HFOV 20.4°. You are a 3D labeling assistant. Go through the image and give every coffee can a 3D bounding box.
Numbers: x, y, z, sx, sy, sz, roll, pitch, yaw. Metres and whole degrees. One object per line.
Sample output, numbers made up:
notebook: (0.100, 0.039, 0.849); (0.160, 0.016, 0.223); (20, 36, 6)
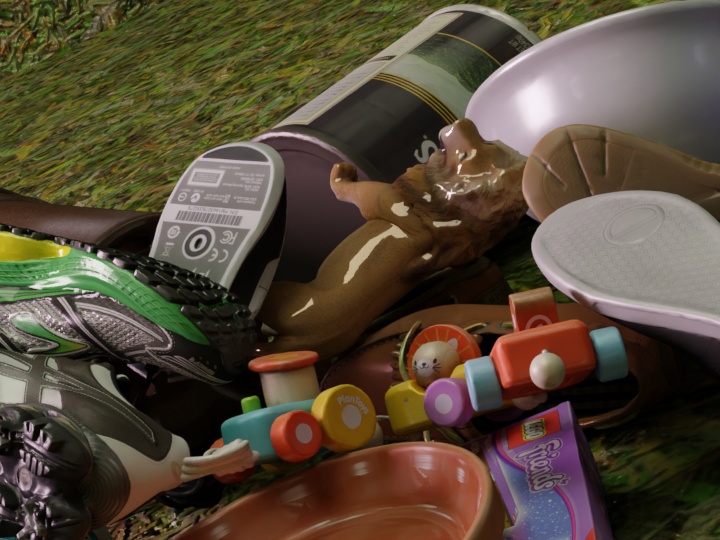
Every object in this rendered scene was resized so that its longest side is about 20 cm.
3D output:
coffee can: (0.030, -0.065, 1.284); (0.146, 0.147, 0.200); (-7, 24, 44)

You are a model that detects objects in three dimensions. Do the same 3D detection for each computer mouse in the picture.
computer mouse: (-0.083, 0.026, 1.029); (0.109, 0.044, 0.201); (7, 63, 36)

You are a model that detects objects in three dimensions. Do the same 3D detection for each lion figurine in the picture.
lion figurine: (0.000, 0.000, 1.069); (0.200, 0.073, 0.122); (-48, 34, -12)

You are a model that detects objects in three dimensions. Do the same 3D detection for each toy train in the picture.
toy train: (0.016, 0.047, 0.901); (0.199, 0.056, 0.150); (-13, -9, 3)

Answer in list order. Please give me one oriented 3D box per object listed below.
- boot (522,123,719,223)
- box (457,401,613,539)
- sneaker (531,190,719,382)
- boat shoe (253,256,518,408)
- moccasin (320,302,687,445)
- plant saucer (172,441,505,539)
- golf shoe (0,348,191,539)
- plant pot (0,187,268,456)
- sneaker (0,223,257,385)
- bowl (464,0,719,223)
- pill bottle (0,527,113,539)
boot: (0.183, -0.004, 0.996); (0.199, 0.073, 0.155); (20, -5, 15)
box: (0.041, 0.133, 0.858); (0.136, 0.039, 0.200); (-23, 17, 9)
sneaker: (0.159, 0.031, 0.879); (0.071, 0.099, 0.199); (-44, 39, -22)
boat shoe: (0.002, 0.039, 1.143); (0.199, 0.068, 0.072); (-18, 19, 24)
moccasin: (0.063, 0.060, 1.008); (0.200, 0.074, 0.078); (-2, 17, 32)
plant saucer: (-0.031, 0.138, 0.825); (0.199, 0.032, 0.200); (-24, 16, 7)
golf shoe: (-0.160, 0.072, 0.938); (0.094, 0.078, 0.200); (-8, 25, -42)
plant pot: (-0.170, 0.045, 1.155); (0.198, 0.201, 0.200); (-2, 28, 45)
sneaker: (-0.135, 0.029, 0.992); (0.199, 0.086, 0.078); (12, -1, 35)
bowl: (0.164, -0.067, 1.137); (0.200, 0.091, 0.201); (-10, -20, -4)
pill bottle: (-0.176, 0.166, 0.937); (0.110, 0.111, 0.200); (-20, 17, 15)
